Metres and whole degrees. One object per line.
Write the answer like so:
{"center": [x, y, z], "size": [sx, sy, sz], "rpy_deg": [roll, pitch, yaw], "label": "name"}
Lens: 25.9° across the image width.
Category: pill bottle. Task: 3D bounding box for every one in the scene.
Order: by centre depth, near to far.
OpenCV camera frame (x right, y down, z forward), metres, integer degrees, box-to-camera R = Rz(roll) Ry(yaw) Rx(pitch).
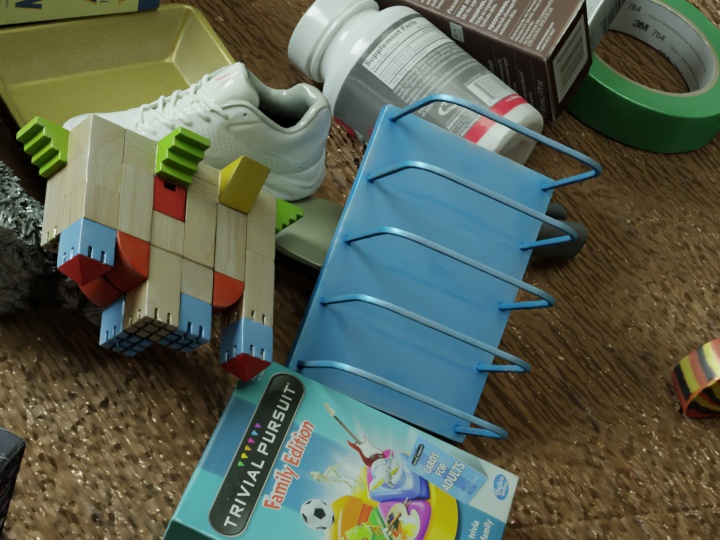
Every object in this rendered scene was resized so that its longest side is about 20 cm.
{"center": [0.040, -0.141, 1.257], "size": [0.200, 0.111, 0.111], "rpy_deg": [41, 46, 15], "label": "pill bottle"}

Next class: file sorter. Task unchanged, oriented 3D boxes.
{"center": [0.058, 0.000, 1.047], "size": [0.138, 0.123, 0.201], "rpy_deg": [23, 81, -13], "label": "file sorter"}

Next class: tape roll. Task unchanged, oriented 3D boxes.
{"center": [0.258, -0.197, 1.458], "size": [0.199, 0.048, 0.201], "rpy_deg": [13, 45, -13], "label": "tape roll"}

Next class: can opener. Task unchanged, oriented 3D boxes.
{"center": [0.113, -0.044, 1.194], "size": [0.199, 0.067, 0.053], "rpy_deg": [11, 31, -53], "label": "can opener"}

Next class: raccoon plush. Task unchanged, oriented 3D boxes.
{"center": [-0.236, -0.032, 1.061], "size": [0.199, 0.097, 0.135], "rpy_deg": [33, 32, -32], "label": "raccoon plush"}

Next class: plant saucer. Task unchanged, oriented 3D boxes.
{"center": [-0.169, -0.108, 1.175], "size": [0.199, 0.049, 0.201], "rpy_deg": [-16, 58, -34], "label": "plant saucer"}

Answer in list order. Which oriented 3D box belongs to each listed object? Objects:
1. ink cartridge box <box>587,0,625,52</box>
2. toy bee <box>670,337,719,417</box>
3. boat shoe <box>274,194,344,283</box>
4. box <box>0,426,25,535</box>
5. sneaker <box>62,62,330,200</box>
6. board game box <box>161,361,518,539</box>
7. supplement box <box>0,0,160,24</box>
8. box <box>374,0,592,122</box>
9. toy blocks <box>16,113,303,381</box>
{"center": [0.122, -0.243, 1.400], "size": [0.199, 0.057, 0.163], "rpy_deg": [25, 72, 26], "label": "ink cartridge box"}
{"center": [0.344, 0.064, 1.210], "size": [0.199, 0.109, 0.131], "rpy_deg": [-15, 55, -35], "label": "toy bee"}
{"center": [0.000, 0.002, 1.138], "size": [0.200, 0.063, 0.074], "rpy_deg": [20, 42, -11], "label": "boat shoe"}
{"center": [-0.305, 0.115, 0.854], "size": [0.199, 0.115, 0.132], "rpy_deg": [30, 44, 3], "label": "box"}
{"center": [-0.112, -0.105, 1.088], "size": [0.198, 0.100, 0.078], "rpy_deg": [-4, 47, -23], "label": "sneaker"}
{"center": [-0.010, 0.157, 1.001], "size": [0.199, 0.047, 0.151], "rpy_deg": [25, 43, -2], "label": "board game box"}
{"center": [-0.276, -0.297, 1.207], "size": [0.199, 0.135, 0.200], "rpy_deg": [-13, 41, -33], "label": "supplement box"}
{"center": [0.090, -0.211, 1.309], "size": [0.199, 0.100, 0.075], "rpy_deg": [28, 73, 23], "label": "box"}
{"center": [-0.128, -0.006, 1.004], "size": [0.199, 0.100, 0.138], "rpy_deg": [24, 53, -36], "label": "toy blocks"}
